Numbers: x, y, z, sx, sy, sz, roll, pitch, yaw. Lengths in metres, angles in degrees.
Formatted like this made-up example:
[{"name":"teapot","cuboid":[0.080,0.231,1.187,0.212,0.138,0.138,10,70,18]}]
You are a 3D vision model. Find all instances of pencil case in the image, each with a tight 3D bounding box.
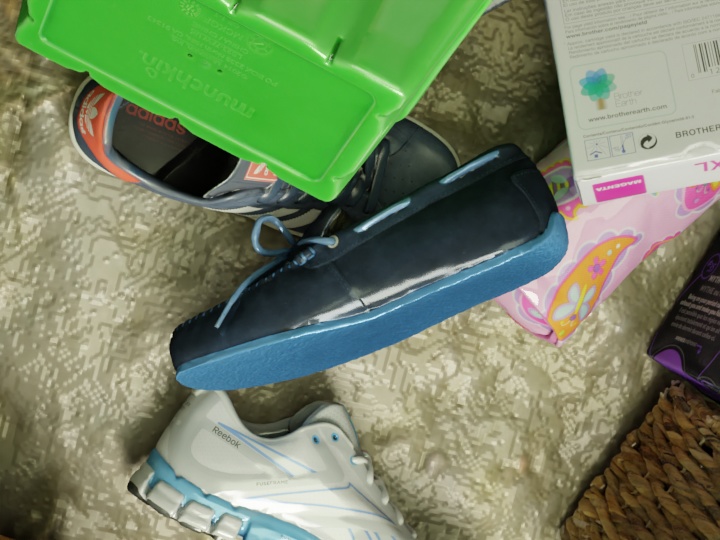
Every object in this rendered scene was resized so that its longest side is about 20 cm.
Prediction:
[{"name":"pencil case","cuboid":[0.140,-0.054,0.842,0.200,0.087,0.087,-43,103,-4]}]

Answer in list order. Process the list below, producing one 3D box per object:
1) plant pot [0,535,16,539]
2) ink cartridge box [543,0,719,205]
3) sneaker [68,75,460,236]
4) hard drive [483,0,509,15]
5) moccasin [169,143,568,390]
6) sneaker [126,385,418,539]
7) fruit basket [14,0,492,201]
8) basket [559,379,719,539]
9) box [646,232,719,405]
[{"name":"plant pot","cuboid":[-0.189,0.203,0.754,0.140,0.200,0.200,11,94,-29]},{"name":"ink cartridge box","cuboid":[0.150,-0.136,0.807,0.119,0.042,0.200,-10,68,9]},{"name":"sneaker","cuboid":[-0.041,-0.053,0.800,0.200,0.085,0.075,8,95,-13]},{"name":"hard drive","cuboid":[-0.013,-0.201,0.811,0.135,0.042,0.200,-30,101,-8]},{"name":"moccasin","cuboid":[0.000,0.000,0.793,0.200,0.080,0.068,-20,71,7]},{"name":"sneaker","cuboid":[-0.010,0.115,0.835,0.200,0.075,0.087,26,85,-14]},{"name":"fruit basket","cuboid":[-0.033,-0.164,0.738,0.215,0.156,0.216,12,58,-19]},{"name":"basket","cuboid":[0.199,0.172,0.816,0.149,0.200,0.143,33,97,-16]},{"name":"box","cuboid":[0.259,-0.005,0.851,0.106,0.122,0.200,31,90,-14]}]
